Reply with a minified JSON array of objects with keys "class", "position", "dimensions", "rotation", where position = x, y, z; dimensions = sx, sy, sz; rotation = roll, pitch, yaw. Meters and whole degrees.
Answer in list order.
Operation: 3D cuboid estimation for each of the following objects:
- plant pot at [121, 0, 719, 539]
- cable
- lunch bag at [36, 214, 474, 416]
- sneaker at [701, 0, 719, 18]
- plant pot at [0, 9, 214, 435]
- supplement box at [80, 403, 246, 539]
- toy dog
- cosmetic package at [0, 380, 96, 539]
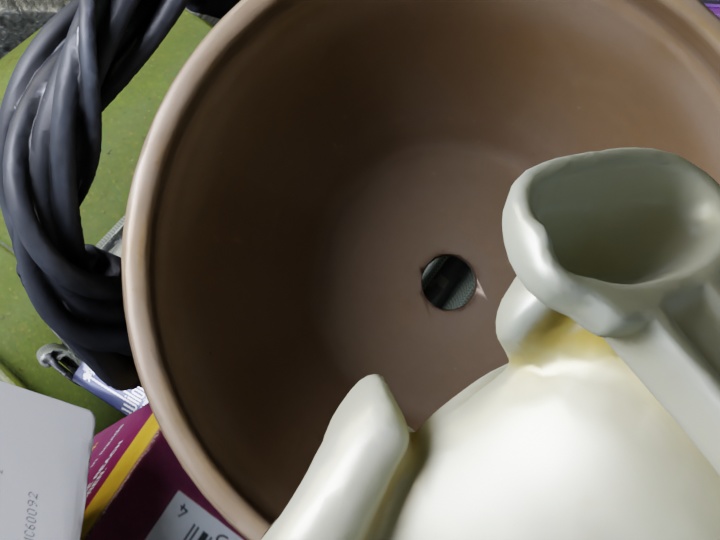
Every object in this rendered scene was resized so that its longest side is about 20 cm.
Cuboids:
[{"class":"plant pot","position":[0.030,0.002,0.883],"dimensions":[0.201,0.201,0.093],"rotation":[-52,1,-6]},{"class":"cable","position":[-0.041,-0.042,0.920],"dimensions":[0.163,0.051,0.200],"rotation":[-46,-27,-7]},{"class":"lunch bag","position":[0.000,0.000,1.081],"dimensions":[0.200,0.168,0.139],"rotation":[-54,10,-14]},{"class":"sneaker","position":[0.114,-0.109,0.988],"dimensions":[0.081,0.200,0.084],"rotation":[-85,-9,-78]},{"class":"plant pot","position":[-0.120,-0.007,1.195],"dimensions":[0.190,0.200,0.200],"rotation":[-50,9,-27]},{"class":"supplement box","position":[-0.070,0.133,1.025],"dimensions":[0.103,0.131,0.200],"rotation":[-57,13,-27]},{"class":"toy dog","position":[0.045,0.068,0.751],"dimensions":[0.200,0.140,0.194],"rotation":[-44,-1,32]},{"class":"cosmetic package","position":[-0.164,0.118,0.935],"dimensions":[0.200,0.085,0.108],"rotation":[-45,32,50]}]
